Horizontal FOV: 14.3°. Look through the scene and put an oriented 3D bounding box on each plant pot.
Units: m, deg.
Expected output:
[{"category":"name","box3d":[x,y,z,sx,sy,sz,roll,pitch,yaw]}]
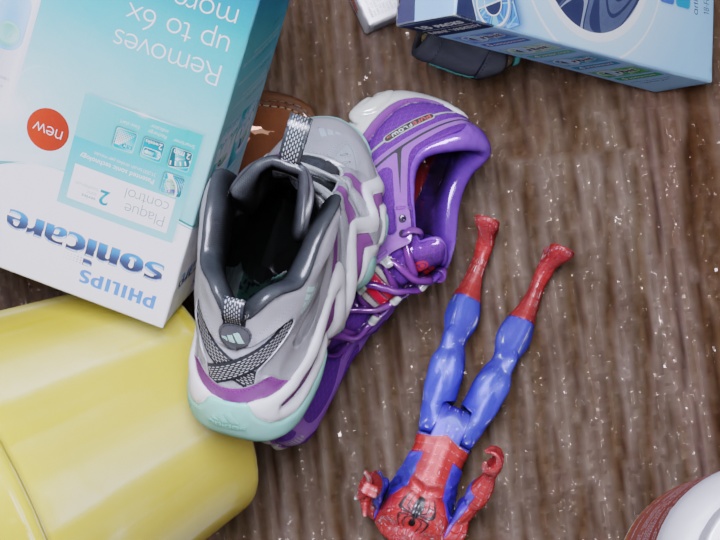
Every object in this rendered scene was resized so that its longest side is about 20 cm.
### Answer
[{"category":"plant pot","box3d":[-0.163,0.098,1.408,0.189,0.201,0.201,-27,84,-21]}]

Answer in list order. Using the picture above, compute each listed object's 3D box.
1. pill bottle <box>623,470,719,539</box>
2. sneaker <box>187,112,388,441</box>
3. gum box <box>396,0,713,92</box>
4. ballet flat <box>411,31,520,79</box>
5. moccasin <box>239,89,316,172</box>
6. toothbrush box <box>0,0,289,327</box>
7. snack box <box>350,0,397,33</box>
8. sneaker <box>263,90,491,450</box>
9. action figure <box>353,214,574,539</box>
[{"category":"pill bottle","box3d":[0.191,0.151,1.404,0.112,0.200,0.112,0,82,-2]},{"category":"sneaker","box3d":[-0.030,-0.032,1.356,0.078,0.140,0.200,9,49,5]},{"category":"gum box","box3d":[0.104,-0.192,1.464,0.200,0.045,0.170,10,79,-43]},{"category":"ballet flat","box3d":[0.043,-0.198,1.487,0.073,0.073,0.200,-3,83,-3]},{"category":"moccasin","box3d":[-0.120,-0.057,1.473,0.201,0.078,0.074,-2,97,-3]},{"category":"toothbrush box","box3d":[-0.124,-0.096,1.365,0.146,0.085,0.200,21,114,6]},{"category":"snack box","box3d":[-0.003,-0.231,1.533,0.072,0.024,0.200,-23,84,-6]},{"category":"sneaker","box3d":[0.000,0.000,1.461,0.083,0.081,0.200,20,80,39]},{"category":"action figure","box3d":[0.049,0.070,1.463,0.065,0.099,0.200,21,84,1]}]
